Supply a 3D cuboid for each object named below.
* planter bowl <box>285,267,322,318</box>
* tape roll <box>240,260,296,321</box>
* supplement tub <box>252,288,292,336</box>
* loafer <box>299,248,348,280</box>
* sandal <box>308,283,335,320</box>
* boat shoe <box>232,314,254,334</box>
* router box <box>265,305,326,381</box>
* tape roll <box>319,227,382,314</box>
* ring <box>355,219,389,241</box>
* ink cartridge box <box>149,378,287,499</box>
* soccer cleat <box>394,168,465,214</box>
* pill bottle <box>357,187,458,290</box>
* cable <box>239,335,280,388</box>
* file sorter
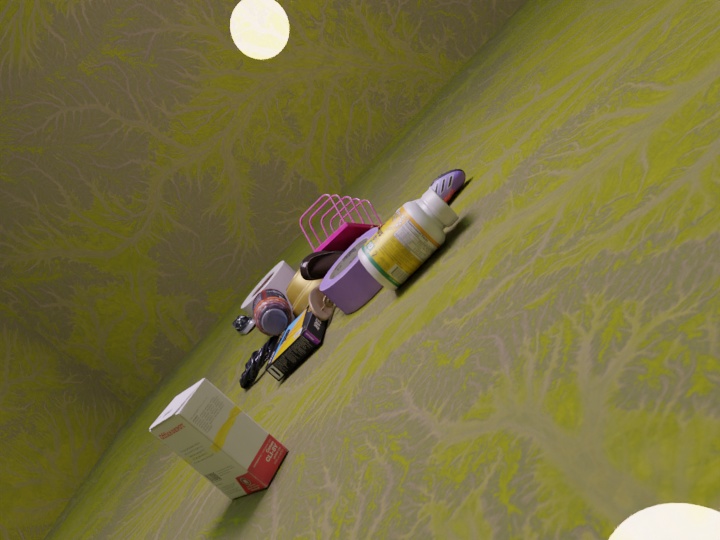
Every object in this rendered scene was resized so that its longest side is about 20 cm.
[{"bbox_3d":[-0.154,0.043,1.723,0.201,0.083,0.200,-56,1,1],"label":"planter bowl"},{"bbox_3d":[-0.259,0.089,1.918,0.203,0.139,0.203,-44,12,12],"label":"tape roll"},{"bbox_3d":[-0.246,0.119,1.690,0.107,0.107,0.200,-47,15,-1],"label":"supplement tub"},{"bbox_3d":[-0.067,-0.022,1.604,0.198,0.074,0.071,-17,11,-31],"label":"loafer"},{"bbox_3d":[-0.072,0.050,1.543,0.070,0.078,0.212,-43,7,20],"label":"sandal"},{"bbox_3d":[-0.469,0.210,2.435,0.072,0.068,0.200,-52,13,-21],"label":"boat shoe"},{"bbox_3d":[-0.151,0.165,1.496,0.149,0.051,0.200,-44,11,15],"label":"router box"},{"bbox_3d":[0.000,0.000,1.430,0.200,0.085,0.200,-44,13,13],"label":"tape roll"},{"bbox_3d":[0.066,-0.118,1.571,0.199,0.019,0.200,-33,-3,-2],"label":"ring"},{"bbox_3d":[-0.249,0.296,1.063,0.145,0.200,0.084,-34,17,46],"label":"ink cartridge box"},{"bbox_3d":[0.172,-0.156,1.414,0.199,0.068,0.073,-37,45,2],"label":"soccer cleat"},{"bbox_3d":[0.099,-0.065,1.224,0.200,0.113,0.113,-45,12,11],"label":"pill bottle"},{"bbox_3d":[-0.289,0.249,1.721,0.163,0.051,0.201,-32,20,52],"label":"cable"},{"bbox_3d":[-0.051,-0.127,1.700,0.139,0.126,0.199,-40,-21,28],"label":"file sorter"}]
